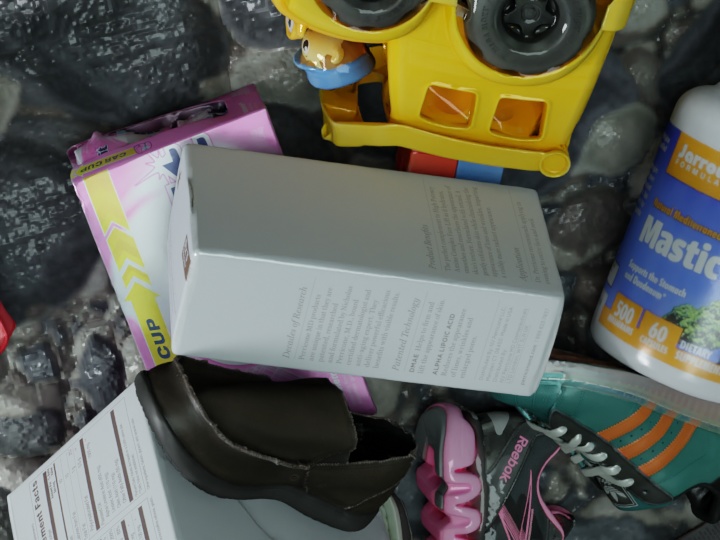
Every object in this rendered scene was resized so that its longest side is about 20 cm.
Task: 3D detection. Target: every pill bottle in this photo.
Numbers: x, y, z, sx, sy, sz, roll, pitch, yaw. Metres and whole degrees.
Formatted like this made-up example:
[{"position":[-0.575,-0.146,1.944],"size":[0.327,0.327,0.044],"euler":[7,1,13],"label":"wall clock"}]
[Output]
[{"position":[0.213,-0.035,1.387],"size":[0.111,0.112,0.201],"euler":[17,103,-12],"label":"pill bottle"}]

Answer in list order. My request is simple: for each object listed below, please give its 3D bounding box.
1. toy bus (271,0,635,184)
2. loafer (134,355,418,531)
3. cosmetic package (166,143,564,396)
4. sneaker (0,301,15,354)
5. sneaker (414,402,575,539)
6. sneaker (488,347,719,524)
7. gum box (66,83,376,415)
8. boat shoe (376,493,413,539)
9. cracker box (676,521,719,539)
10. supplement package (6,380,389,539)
[{"position":[0.032,-0.119,1.340],"size":[0.198,0.136,0.193],"euler":[10,121,-9],"label":"toy bus"},{"position":[-0.041,0.079,1.310],"size":[0.071,0.073,0.199],"euler":[-41,145,19],"label":"loafer"},{"position":[0.000,0.000,1.298],"size":[0.198,0.102,0.074],"euler":[7,125,-11],"label":"cosmetic package"},{"position":[-0.226,-0.024,1.358],"size":[0.115,0.079,0.201],"euler":[26,113,-23],"label":"sneaker"},{"position":[0.084,0.172,1.456],"size":[0.095,0.079,0.202],"euler":[-6,109,-18],"label":"sneaker"},{"position":[0.148,0.096,1.412],"size":[0.199,0.071,0.081],"euler":[17,91,-30],"label":"sneaker"},{"position":[-0.079,0.003,1.379],"size":[0.113,0.066,0.201],"euler":[-21,108,-3],"label":"gum box"},{"position":[0.001,0.225,1.461],"size":[0.071,0.060,0.203],"euler":[10,93,34],"label":"boat shoe"},{"position":[0.219,0.230,1.494],"size":[0.199,0.058,0.134],"euler":[-31,107,2],"label":"cracker box"},{"position":[-0.073,0.181,1.330],"size":[0.111,0.156,0.200],"euler":[-40,132,20],"label":"supplement package"}]
